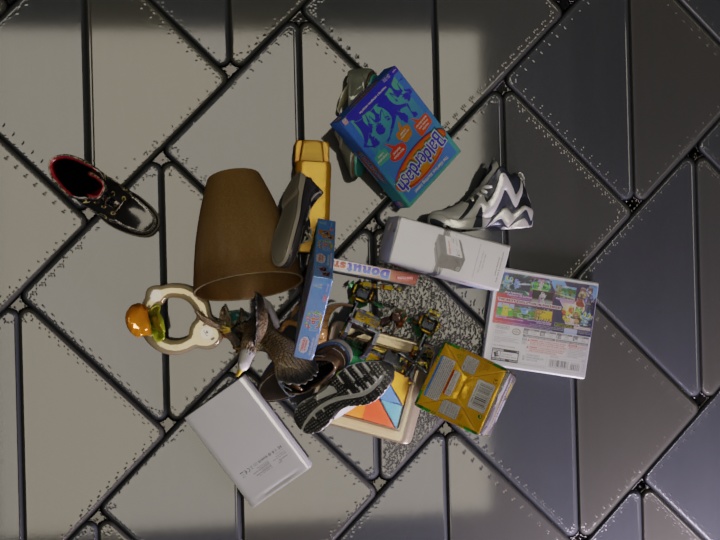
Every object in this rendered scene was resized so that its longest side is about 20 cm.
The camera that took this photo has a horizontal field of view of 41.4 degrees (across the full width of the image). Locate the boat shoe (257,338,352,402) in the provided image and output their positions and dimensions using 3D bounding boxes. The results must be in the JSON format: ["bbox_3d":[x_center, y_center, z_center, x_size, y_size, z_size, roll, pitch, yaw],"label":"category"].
[{"bbox_3d":[-0.109,0.178,1.636,0.200,0.072,0.072,-33,93,27],"label":"boat shoe"}]

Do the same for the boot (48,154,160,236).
[{"bbox_3d":[-0.431,-0.126,1.594,0.200,0.151,0.073,38,85,-6],"label":"boot"}]

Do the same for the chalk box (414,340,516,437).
[{"bbox_3d":[0.189,0.210,1.663,0.124,0.200,0.125,24,86,16],"label":"chalk box"}]

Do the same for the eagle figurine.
[{"bbox_3d":[-0.163,0.113,1.576,0.152,0.200,0.151,2,85,-39],"label":"eagle figurine"}]

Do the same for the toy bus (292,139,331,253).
[{"bbox_3d":[-0.088,-0.130,1.676,0.065,0.078,0.200,2,89,-8],"label":"toy bus"}]

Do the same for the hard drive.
[{"bbox_3d":[-0.197,0.300,1.673,0.132,0.026,0.200,-36,94,7],"label":"hard drive"}]

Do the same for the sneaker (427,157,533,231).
[{"bbox_3d":[0.214,-0.137,1.717,0.199,0.079,0.130,-3,89,-8],"label":"sneaker"}]

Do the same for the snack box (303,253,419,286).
[{"bbox_3d":[0.000,0.000,1.690,0.200,0.072,0.024,11,87,-7],"label":"snack box"}]

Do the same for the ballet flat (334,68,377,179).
[{"bbox_3d":[-0.014,-0.263,1.704,0.064,0.067,0.200,9,88,20],"label":"ballet flat"}]

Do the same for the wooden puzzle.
[{"bbox_3d":[0.021,0.202,1.710,0.200,0.037,0.185,15,87,-7],"label":"wooden puzzle"}]

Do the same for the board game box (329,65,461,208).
[{"bbox_3d":[0.064,-0.233,1.675,0.152,0.045,0.200,-48,111,-18],"label":"board game box"}]

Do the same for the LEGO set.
[{"bbox_3d":[0.052,0.096,1.652,0.200,0.116,0.154,33,67,1],"label":"LEGO set"}]

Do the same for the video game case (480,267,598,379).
[{"bbox_3d":[0.331,0.097,1.760,0.200,0.023,0.183,9,89,-6],"label":"video game case"}]

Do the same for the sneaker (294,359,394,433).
[{"bbox_3d":[-0.024,0.205,1.628,0.200,0.080,0.074,-31,89,22],"label":"sneaker"}]

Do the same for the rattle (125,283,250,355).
[{"bbox_3d":[-0.284,0.087,1.623,0.200,0.143,0.130,19,69,-1],"label":"rattle"}]

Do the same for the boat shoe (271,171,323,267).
[{"bbox_3d":[-0.097,-0.078,1.561,0.063,0.073,0.200,30,43,-23],"label":"boat shoe"}]

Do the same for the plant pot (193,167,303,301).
[{"bbox_3d":[-0.204,-0.066,1.623,0.186,0.186,0.200,-8,77,-7],"label":"plant pot"}]

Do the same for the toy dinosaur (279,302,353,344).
[{"bbox_3d":[-0.078,0.100,1.670,0.106,0.060,0.200,29,123,11],"label":"toy dinosaur"}]

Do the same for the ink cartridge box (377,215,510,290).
[{"bbox_3d":[0.142,-0.029,1.672,0.200,0.145,0.084,15,89,-7],"label":"ink cartridge box"}]

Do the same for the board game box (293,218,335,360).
[{"bbox_3d":[-0.073,0.027,1.547,0.037,0.200,0.151,11,118,-7],"label":"board game box"}]
